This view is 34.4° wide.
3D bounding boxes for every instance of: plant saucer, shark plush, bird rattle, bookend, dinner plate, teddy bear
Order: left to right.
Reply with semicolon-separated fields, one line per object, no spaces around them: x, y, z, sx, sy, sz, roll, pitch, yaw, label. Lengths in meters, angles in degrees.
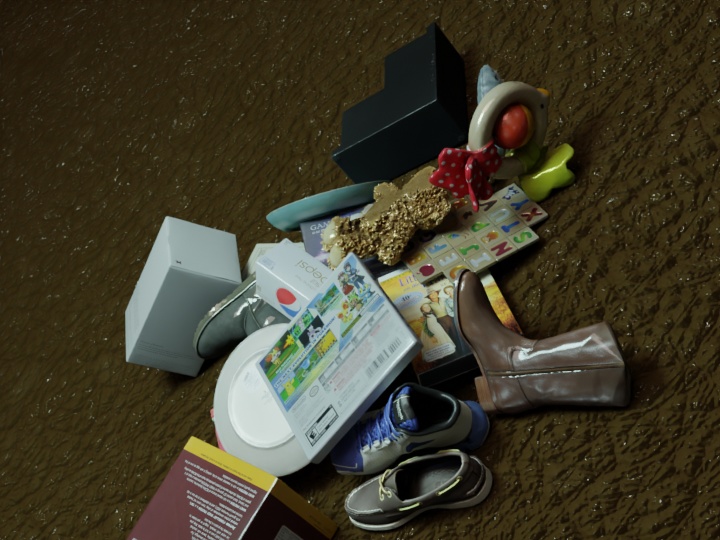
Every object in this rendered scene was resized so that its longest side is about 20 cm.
-0.115;0.167;1.524;0.197;0.024;0.204;-9;70;26;dinner plate
-0.043;-0.092;1.732;0.198;0.199;0.028;-17;86;31;plant saucer
0.035;-0.062;1.604;0.199;0.067;0.145;-36;31;-8;teddy bear
0.061;-0.256;1.830;0.198;0.092;0.201;-26;40;25;bookend
0.176;-0.196;1.673;0.090;0.083;0.202;1;56;43;shark plush
0.187;-0.171;1.553;0.112;0.197;0.166;34;121;57;bird rattle

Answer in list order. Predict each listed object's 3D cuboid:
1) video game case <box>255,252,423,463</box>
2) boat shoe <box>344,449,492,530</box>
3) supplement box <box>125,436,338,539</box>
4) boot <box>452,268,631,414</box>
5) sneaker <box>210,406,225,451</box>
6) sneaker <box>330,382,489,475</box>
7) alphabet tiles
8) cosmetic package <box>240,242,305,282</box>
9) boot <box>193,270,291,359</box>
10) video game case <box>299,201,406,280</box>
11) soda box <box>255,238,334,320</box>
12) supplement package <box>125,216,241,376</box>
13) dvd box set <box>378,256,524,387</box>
-0.031;0.106;1.441;0.200;0.022;0.183;-49;46;13;video game case
0.058;0.258;1.385;0.198;0.060;0.073;-19;45;30;boat shoe
-0.174;0.350;1.458;0.196;0.133;0.201;13;65;48;supplement box
0.213;0.074;1.343;0.198;0.189;0.064;-12;9;40;boot
-0.112;0.223;1.588;0.197;0.073;0.088;-5;89;27;sneaker
0.045;0.180;1.393;0.197;0.115;0.082;-15;60;19;sneaker
0.148;-0.052;1.580;0.198;0.006;0.167;-28;37;-7;alphabet tiles
-0.088;0.019;1.731;0.198;0.073;0.105;0;56;44;cosmetic package
-0.140;0.113;1.628;0.182;0.072;0.201;-48;51;15;boot
0.000;0.000;1.627;0.141;0.019;0.202;-15;58;1;video game case
-0.051;0.044;1.554;0.199;0.069;0.063;35;53;26;soda box
-0.274;0.042;1.780;0.201;0.118;0.122;-60;27;32;supplement package
0.115;0.053;1.510;0.144;0.030;0.201;-20;40;0;dvd box set
